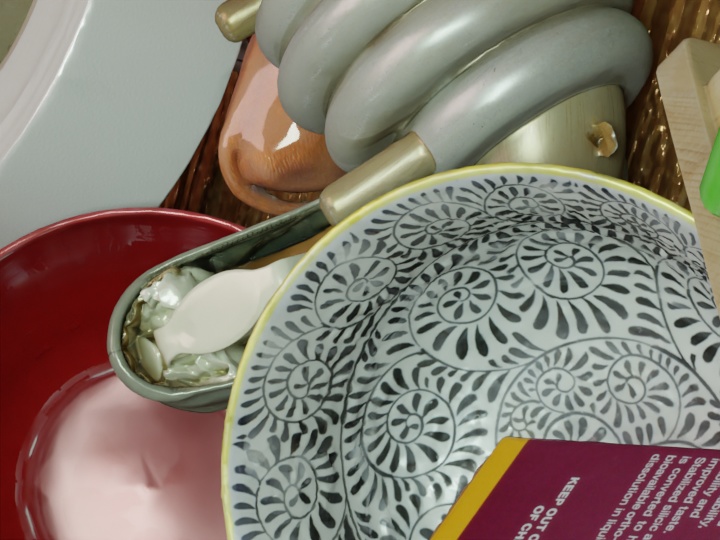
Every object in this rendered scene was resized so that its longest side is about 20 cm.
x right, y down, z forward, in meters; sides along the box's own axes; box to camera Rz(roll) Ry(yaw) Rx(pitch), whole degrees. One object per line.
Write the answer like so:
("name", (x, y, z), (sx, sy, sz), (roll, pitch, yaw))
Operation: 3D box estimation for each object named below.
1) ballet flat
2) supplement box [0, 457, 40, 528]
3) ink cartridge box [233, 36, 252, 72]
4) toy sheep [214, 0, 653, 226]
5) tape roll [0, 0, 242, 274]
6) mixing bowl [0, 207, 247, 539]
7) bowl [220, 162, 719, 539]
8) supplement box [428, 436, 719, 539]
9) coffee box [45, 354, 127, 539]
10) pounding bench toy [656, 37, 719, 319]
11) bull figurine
("ballet flat", (0.000, 0.000, 0.979), (0.199, 0.064, 0.068), (-24, 77, 17))
("supplement box", (-0.250, 0.027, 1.192), (0.134, 0.199, 0.201), (-45, 38, 46))
("ink cartridge box", (-0.023, -0.156, 1.151), (0.200, 0.082, 0.148), (12, 89, 60))
("toy sheep", (0.023, -0.089, 0.920), (0.138, 0.137, 0.201), (-41, 75, 46))
("tape roll", (-0.126, -0.099, 1.123), (0.202, 0.071, 0.204), (-32, 47, 42))
("mixing bowl", (-0.085, 0.081, 1.082), (0.108, 0.199, 0.202), (120, 160, -82))
("bowl", (0.065, 0.062, 0.860), (0.199, 0.094, 0.202), (3, 99, 19))
("supplement box", (0.112, 0.113, 0.697), (0.199, 0.111, 0.086), (0, 43, 45))
("coffee box", (-0.114, 0.100, 1.203), (0.113, 0.079, 0.201), (-4, 74, 62))
("pounding bench toy", (0.140, -0.036, 0.694), (0.156, 0.199, 0.125), (-46, 41, 41))
("bull figurine", (0.013, -0.111, 1.022), (0.065, 0.121, 0.201), (28, 97, 57))
